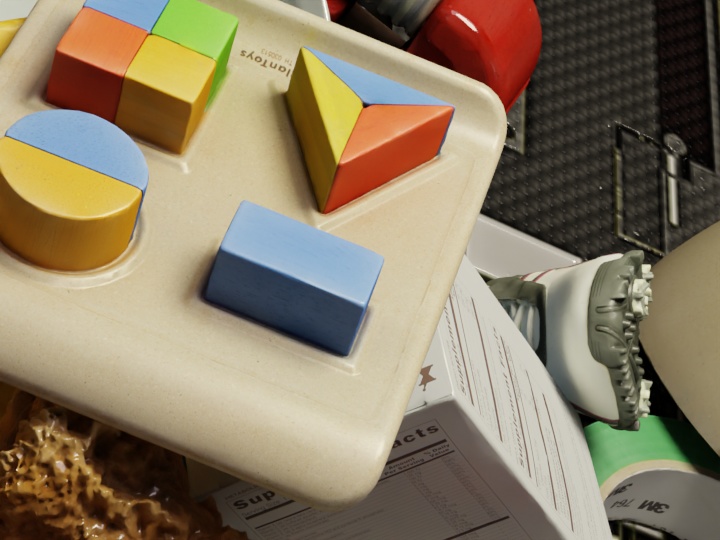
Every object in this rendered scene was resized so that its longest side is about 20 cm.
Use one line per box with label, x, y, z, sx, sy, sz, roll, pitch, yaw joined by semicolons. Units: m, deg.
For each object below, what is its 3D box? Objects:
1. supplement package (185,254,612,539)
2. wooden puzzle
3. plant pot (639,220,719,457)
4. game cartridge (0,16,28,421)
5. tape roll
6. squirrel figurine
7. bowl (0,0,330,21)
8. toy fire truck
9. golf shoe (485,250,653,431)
supplement package;0.017;0.072;0.937;0.200;0.113;0.110;53;20;-49
wooden puzzle;-0.051;-0.032;0.824;0.184;0.046;0.201;22;49;1
plant pot;0.250;0.032;1.157;0.200;0.135;0.201;35;23;-18
game cartridge;-0.184;0.004;0.878;0.199;0.032;0.178;-12;99;-25
tape roll;0.153;0.162;1.077;0.199;0.048;0.201;20;44;-20
squirrel figurine;-0.131;0.130;0.816;0.186;0.142;0.200;34;74;23
bowl;-0.116;-0.089;1.053;0.199;0.090;0.203;2;77;-11
toy fire truck;0.027;-0.162;1.166;0.176;0.200;0.129;38;41;0
golf shoe;0.088;0.034;1.066;0.087;0.200;0.078;3;84;1
